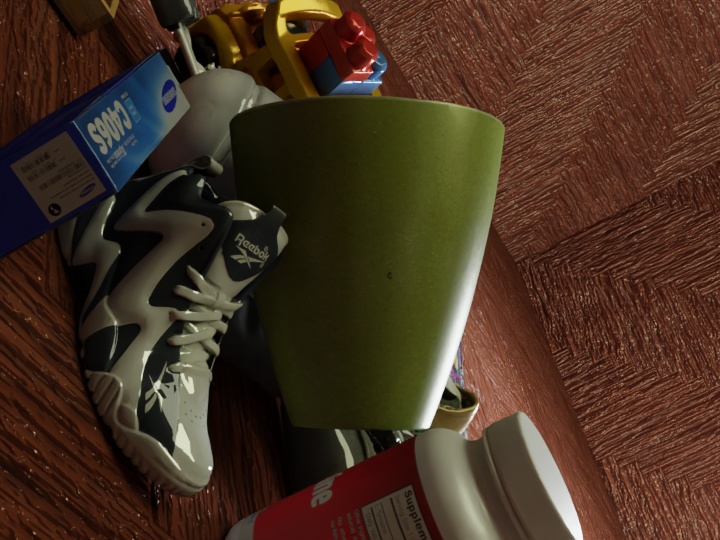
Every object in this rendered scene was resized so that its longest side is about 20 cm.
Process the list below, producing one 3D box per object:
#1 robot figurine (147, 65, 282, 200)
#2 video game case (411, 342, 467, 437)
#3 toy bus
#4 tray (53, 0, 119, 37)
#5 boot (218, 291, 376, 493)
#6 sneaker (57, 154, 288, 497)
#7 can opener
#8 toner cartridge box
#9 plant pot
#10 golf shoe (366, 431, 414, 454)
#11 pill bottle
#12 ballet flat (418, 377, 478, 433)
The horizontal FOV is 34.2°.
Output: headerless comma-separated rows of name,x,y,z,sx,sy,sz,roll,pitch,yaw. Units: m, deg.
robot figurine,-0.083,-0.079,0.915,0.199,0.113,0.170,35,34,-17
video game case,0.077,0.155,1.211,0.181,0.036,0.202,28,57,-71
toy bus,-0.058,-0.182,1.057,0.135,0.192,0.201,-10,67,-44
tray,-0.232,-0.272,0.953,0.099,0.037,0.200,57,14,-30
boot,-0.068,0.070,0.834,0.200,0.072,0.183,53,15,-47
sneaker,-0.093,0.019,0.684,0.079,0.129,0.200,43,23,-55
can opener,-0.164,-0.214,0.972,0.053,0.066,0.201,-111,-176,-83
toner cartridge box,-0.162,-0.067,0.660,0.043,0.095,0.200,60,12,-16
plant pot,0.003,0.004,0.783,0.187,0.186,0.202,20,70,-73
golf shoe,0.049,0.178,0.984,0.200,0.077,0.088,47,11,7
pill bottle,0.026,0.165,0.707,0.113,0.199,0.112,59,12,-20
ballet flat,0.025,0.086,1.068,0.199,0.063,0.069,34,27,-22
